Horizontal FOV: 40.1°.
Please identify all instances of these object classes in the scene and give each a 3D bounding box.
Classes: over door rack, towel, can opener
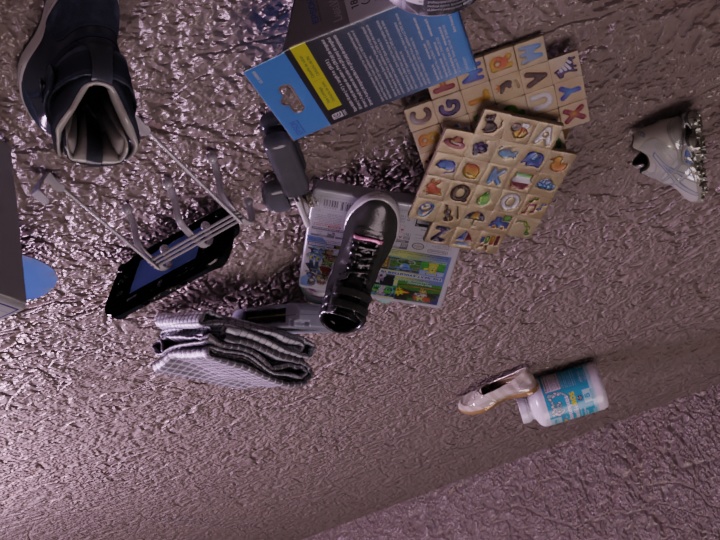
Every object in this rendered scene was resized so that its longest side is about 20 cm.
[{"bbox_3d":[-0.230,-0.088,1.077,0.146,0.068,0.199,-26,141,25],"label":"over door rack"},{"bbox_3d":[-0.187,0.121,1.422,0.198,0.087,0.164,19,163,-37],"label":"towel"},{"bbox_3d":[-0.087,-0.107,1.120,0.065,0.054,0.201,-13,156,-1],"label":"can opener"}]

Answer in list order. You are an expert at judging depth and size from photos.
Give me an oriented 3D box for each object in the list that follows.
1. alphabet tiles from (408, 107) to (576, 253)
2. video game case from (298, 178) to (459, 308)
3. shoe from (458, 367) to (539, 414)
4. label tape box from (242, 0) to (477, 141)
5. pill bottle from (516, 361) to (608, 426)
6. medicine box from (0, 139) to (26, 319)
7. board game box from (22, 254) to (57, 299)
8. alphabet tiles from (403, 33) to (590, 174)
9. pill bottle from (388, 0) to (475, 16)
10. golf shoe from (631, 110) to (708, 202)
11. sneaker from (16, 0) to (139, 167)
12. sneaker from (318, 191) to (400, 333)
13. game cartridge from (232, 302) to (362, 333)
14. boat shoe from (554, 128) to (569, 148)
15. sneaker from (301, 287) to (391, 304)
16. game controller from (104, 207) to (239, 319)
[{"bbox_3d":[0.152,-0.100,1.152,0.163,0.006,0.202,8,133,-17],"label":"alphabet tiles"},{"bbox_3d":[0.026,-0.030,1.263,0.196,0.022,0.184,9,137,-4],"label":"video game case"},{"bbox_3d":[0.299,0.265,2.188,0.198,0.070,0.054,-23,113,28],"label":"shoe"},{"bbox_3d":[-0.002,-0.212,0.923,0.197,0.064,0.144,-19,157,9],"label":"label tape box"},{"bbox_3d":[0.457,0.288,2.250,0.197,0.113,0.111,-18,157,8],"label":"pill bottle"},{"bbox_3d":[-0.431,-0.025,0.932,0.197,0.185,0.103,-21,157,16],"label":"medicine box"},{"bbox_3d":[-0.457,-0.003,1.154,0.196,0.040,0.158,-7,161,-6],"label":"board game box"},{"bbox_3d":[0.154,-0.173,1.098,0.197,0.006,0.168,-17,135,8],"label":"alphabet tiles"},{"bbox_3d":[0.058,-0.292,0.729,0.104,0.108,0.201,-12,156,-5],"label":"pill bottle"},{"bbox_3d":[0.417,-0.150,1.329,0.096,0.080,0.200,-5,156,23],"label":"golf shoe"},{"bbox_3d":[-0.245,-0.136,0.847,0.076,0.149,0.202,-4,156,-27],"label":"sneaker"},{"bbox_3d":[0.000,0.000,1.208,0.069,0.100,0.201,15,136,-8],"label":"sneaker"},{"bbox_3d":[-0.088,0.073,1.462,0.132,0.041,0.199,10,170,-35],"label":"game cartridge"},{"bbox_3d":[0.157,-0.138,1.189,0.071,0.073,0.199,21,139,-35],"label":"boat shoe"},{"bbox_3d":[0.016,-0.010,1.366,0.196,0.079,0.140,-11,157,-11],"label":"sneaker"},{"bbox_3d":[-0.230,-0.008,1.198,0.198,0.105,0.042,-27,116,24],"label":"game controller"}]
